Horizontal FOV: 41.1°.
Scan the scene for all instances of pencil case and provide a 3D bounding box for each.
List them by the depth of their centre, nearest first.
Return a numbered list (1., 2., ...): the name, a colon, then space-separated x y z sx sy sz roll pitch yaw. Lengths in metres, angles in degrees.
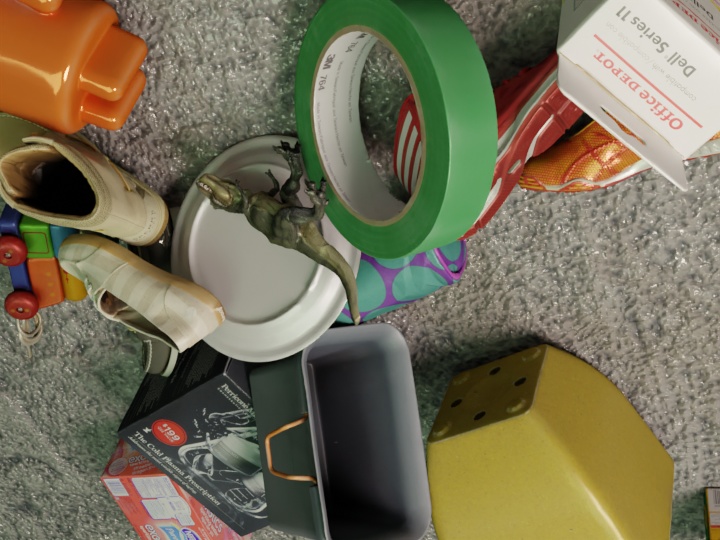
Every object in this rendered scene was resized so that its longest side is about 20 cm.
1. pencil case: 0.000 0.000 0.884 0.198 0.094 0.085 -23 163 29

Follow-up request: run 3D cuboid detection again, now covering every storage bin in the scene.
1. storage bin: -0.038 0.162 0.901 0.144 0.203 0.134 -4 172 -39

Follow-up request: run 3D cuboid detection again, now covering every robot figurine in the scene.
1. robot figurine: -0.278 -0.185 0.790 0.198 0.144 0.118 21 96 -3

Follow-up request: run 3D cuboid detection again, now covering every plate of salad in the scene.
1. plate of salad: -0.084 -0.019 0.858 0.198 0.203 0.048 -12 167 24

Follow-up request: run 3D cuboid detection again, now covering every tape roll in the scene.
1. tape roll: 0.021 -0.111 0.728 0.200 0.048 0.203 28 125 48

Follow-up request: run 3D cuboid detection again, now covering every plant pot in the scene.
1. plant pot: 0.170 0.192 0.936 0.193 0.196 0.201 -23 108 30

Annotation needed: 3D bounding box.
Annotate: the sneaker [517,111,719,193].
1. sneaker: 0.213 -0.112 0.756 0.198 0.073 0.078 -18 99 25

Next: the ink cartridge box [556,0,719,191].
1. ink cartridge box: 0.192 -0.155 0.625 0.117 0.201 0.067 35 129 -14

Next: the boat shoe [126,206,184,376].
1. boat shoe: -0.211 0.025 0.963 0.060 0.072 0.203 -4 129 -22

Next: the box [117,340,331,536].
1. box: -0.124 0.170 1.046 0.181 0.105 0.200 -30 116 32

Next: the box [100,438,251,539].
1. box: -0.214 0.278 1.166 0.101 0.095 0.201 -7 127 21

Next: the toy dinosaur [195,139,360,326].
1. toy dinosaur: -0.056 -0.048 0.788 0.199 0.047 0.089 38 129 29

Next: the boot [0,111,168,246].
1. boot: -0.275 -0.089 0.825 0.199 0.155 0.073 33 93 9

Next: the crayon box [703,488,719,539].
1. crayon box: 0.454 0.285 0.968 0.197 0.119 0.059 -4 128 19

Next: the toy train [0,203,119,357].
1. toy train: -0.301 0.016 0.993 0.114 0.085 0.202 2 130 -3

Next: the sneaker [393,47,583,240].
1. sneaker: 0.097 -0.133 0.752 0.116 0.078 0.200 45 100 24

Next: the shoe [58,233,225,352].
1. shoe: -0.209 0.019 0.856 0.198 0.054 0.070 20 152 32
